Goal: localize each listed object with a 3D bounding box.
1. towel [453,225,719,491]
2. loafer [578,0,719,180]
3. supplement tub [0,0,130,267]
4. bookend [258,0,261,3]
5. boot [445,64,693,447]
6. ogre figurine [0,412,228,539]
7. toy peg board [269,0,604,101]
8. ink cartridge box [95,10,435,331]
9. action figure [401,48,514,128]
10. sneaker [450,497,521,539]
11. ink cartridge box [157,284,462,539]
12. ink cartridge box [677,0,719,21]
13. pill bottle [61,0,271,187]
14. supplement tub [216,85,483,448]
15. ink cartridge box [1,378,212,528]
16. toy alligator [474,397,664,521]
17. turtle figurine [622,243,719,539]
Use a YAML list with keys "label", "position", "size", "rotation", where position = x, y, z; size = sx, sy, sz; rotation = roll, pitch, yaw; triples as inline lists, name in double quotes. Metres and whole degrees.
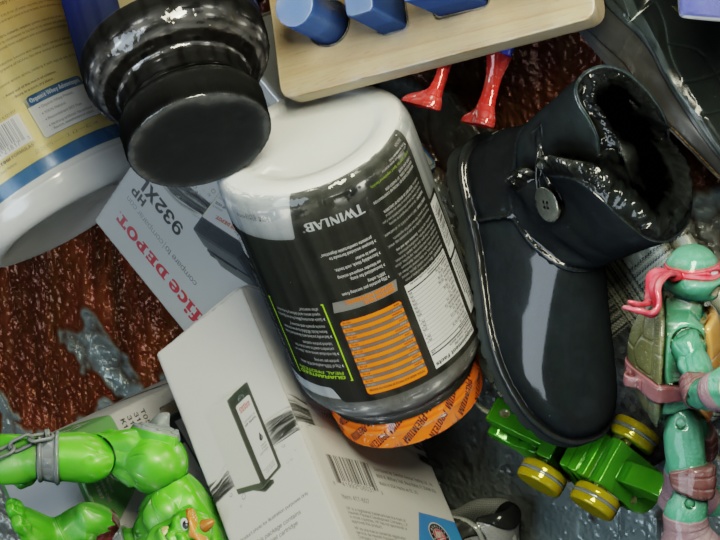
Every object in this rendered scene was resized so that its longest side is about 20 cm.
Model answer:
- label: "towel"
  position: [0.140, 0.024, 1.738]
  size: [0.200, 0.034, 0.193]
  rotation: [55, 137, 7]
- label: "loafer"
  position: [0.174, -0.123, 1.621]
  size: [0.201, 0.073, 0.072]
  rotation: [60, 145, 18]
- label: "supplement tub"
  position: [-0.245, -0.120, 1.939]
  size: [0.145, 0.144, 0.201]
  rotation: [-37, 81, 44]
- label: "bookend"
  position: [-0.119, -0.266, 1.801]
  size: [0.199, 0.092, 0.200]
  rotation: [55, 134, 9]
- label: "boot"
  position: [0.130, -0.005, 1.626]
  size: [0.168, 0.076, 0.201]
  rotation: [-23, 84, 62]
- label: "ogre figurine"
  position: [-0.140, 0.174, 1.771]
  size: [0.201, 0.119, 0.098]
  rotation: [62, 179, 16]
- label: "toy peg board"
  position: [0.016, -0.220, 1.597]
  size: [0.199, 0.098, 0.200]
  rotation: [-13, 76, 25]
- label: "ink cartridge box"
  position: [-0.065, -0.051, 1.848]
  size: [0.145, 0.084, 0.200]
  rotation: [50, 132, 13]
- label: "action figure"
  position: [0.064, -0.190, 1.671]
  size: [0.099, 0.065, 0.201]
  rotation: [17, 90, 62]
- label: "sneaker"
  position: [0.097, 0.213, 1.820]
  size: [0.200, 0.075, 0.116]
  rotation: [33, 124, 29]
- label: "ink cartridge box"
  position: [-0.027, 0.123, 1.793]
  size: [0.084, 0.146, 0.201]
  rotation: [-37, 59, 23]
- label: "ink cartridge box"
  position: [0.182, -0.238, 1.480]
  size: [0.047, 0.200, 0.199]
  rotation: [1, 110, 8]
- label: "pill bottle"
  position: [-0.116, -0.152, 1.652]
  size: [0.112, 0.111, 0.201]
  rotation: [-52, 44, 41]
- label: "supplement tub"
  position: [0.000, 0.000, 1.696]
  size: [0.122, 0.123, 0.201]
  rotation: [10, 133, 39]
- label: "ink cartridge box"
  position: [-0.129, 0.153, 1.911]
  size: [0.084, 0.200, 0.147]
  rotation: [-22, 93, 42]
- label: "toy alligator"
  position: [0.120, 0.108, 1.738]
  size: [0.199, 0.059, 0.054]
  rotation: [23, 165, 34]
- label: "turtle figurine"
  position: [0.196, 0.057, 1.587]
  size: [0.100, 0.150, 0.201]
  rotation: [12, 115, 20]
